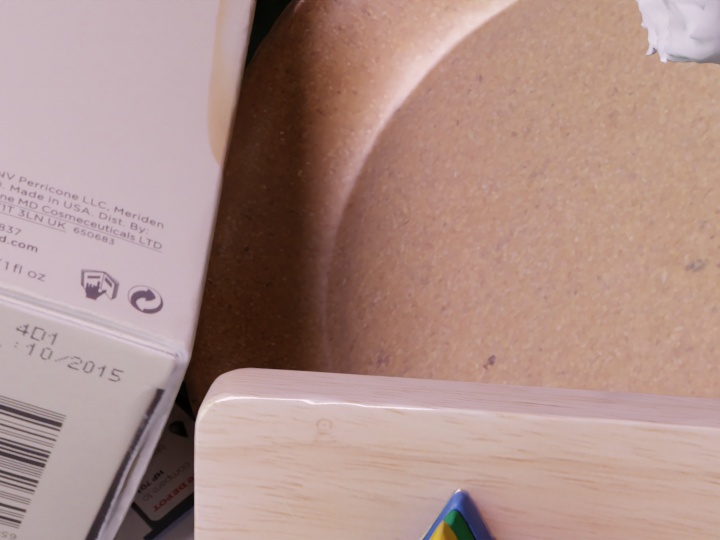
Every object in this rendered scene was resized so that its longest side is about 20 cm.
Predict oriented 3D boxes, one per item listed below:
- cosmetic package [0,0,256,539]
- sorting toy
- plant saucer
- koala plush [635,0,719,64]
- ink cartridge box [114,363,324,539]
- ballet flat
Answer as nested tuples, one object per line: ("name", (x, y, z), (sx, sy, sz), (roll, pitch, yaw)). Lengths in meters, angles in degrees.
("cosmetic package", (-0.073, -0.028, 0.705), (0.201, 0.071, 0.105), (-82, 13, -45))
("sorting toy", (0.059, 0.131, 0.596), (0.199, 0.070, 0.200), (3, 106, 8))
("plant saucer", (0.047, -0.016, 0.685), (0.200, 0.035, 0.201), (-19, 54, 28))
("koala plush", (0.109, -0.145, 0.544), (0.177, 0.184, 0.201), (-14, 84, 24))
("ink cartridge box", (-0.031, 0.098, 0.760), (0.200, 0.086, 0.147), (36, 146, 40))
("ballet flat", (0.000, 0.000, 0.779), (0.200, 0.067, 0.063), (19, 95, 49))
